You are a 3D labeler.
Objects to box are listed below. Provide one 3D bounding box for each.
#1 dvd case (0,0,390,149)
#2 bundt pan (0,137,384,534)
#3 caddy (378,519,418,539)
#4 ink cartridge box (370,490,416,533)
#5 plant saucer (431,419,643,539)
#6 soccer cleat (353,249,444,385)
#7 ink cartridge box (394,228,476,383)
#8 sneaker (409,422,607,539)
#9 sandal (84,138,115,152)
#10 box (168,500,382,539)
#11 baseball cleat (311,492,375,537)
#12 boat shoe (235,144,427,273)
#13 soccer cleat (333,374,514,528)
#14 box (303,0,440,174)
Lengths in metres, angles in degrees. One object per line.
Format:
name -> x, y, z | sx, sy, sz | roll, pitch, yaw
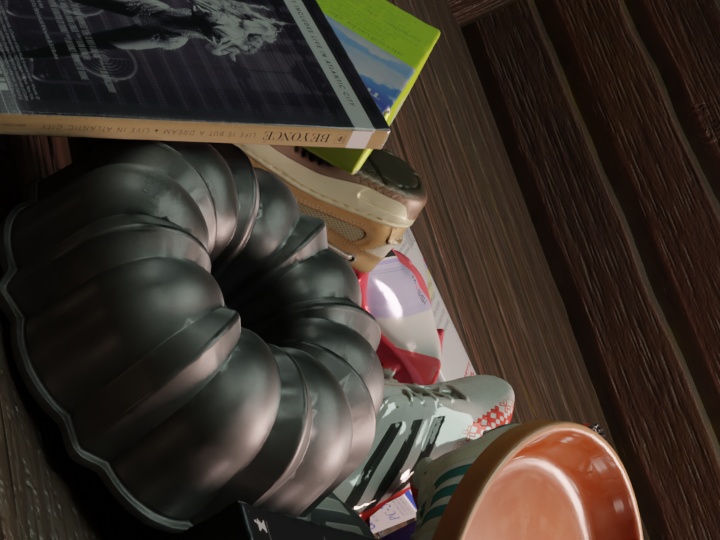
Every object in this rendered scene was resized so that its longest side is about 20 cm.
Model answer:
dvd case -> -0.099, -0.111, 0.842 | 0.198, 0.016, 0.149 | 0, 44, -30
bundt pan -> -0.062, 0.021, 0.816 | 0.202, 0.076, 0.203 | 39, 32, -30
caddy -> 0.050, 0.227, 1.022 | 0.142, 0.104, 0.201 | 58, 13, -33
ink cartridge box -> -0.026, 0.075, 1.149 | 0.200, 0.044, 0.094 | 57, 15, -44
plant saucer -> 0.083, 0.175, 0.913 | 0.200, 0.032, 0.202 | -6, 98, -53
soccer cleat -> 0.000, 0.000, 1.099 | 0.201, 0.066, 0.077 | 64, 38, -35
ink cartridge box -> 0.010, 0.030, 1.321 | 0.201, 0.084, 0.145 | 64, 11, -6
sneaker -> 0.056, 0.144, 0.977 | 0.200, 0.093, 0.071 | -40, 124, -44
sandal -> -0.100, -0.027, 1.000 | 0.076, 0.043, 0.201 | -77, 142, -73
box -> -0.013, 0.210, 0.753 | 0.141, 0.078, 0.201 | 30, 37, -55
baseball cleat -> -0.051, 0.123, 0.902 | 0.201, 0.069, 0.107 | 60, 25, -12
boat shoe -> -0.065, -0.057, 0.979 | 0.199, 0.076, 0.072 | 29, 24, -11
soccer cleat -> 0.020, 0.089, 1.052 | 0.199, 0.068, 0.086 | -26, 115, -41
box -> -0.030, -0.120, 0.988 | 0.121, 0.048, 0.200 | 30, 23, 0
